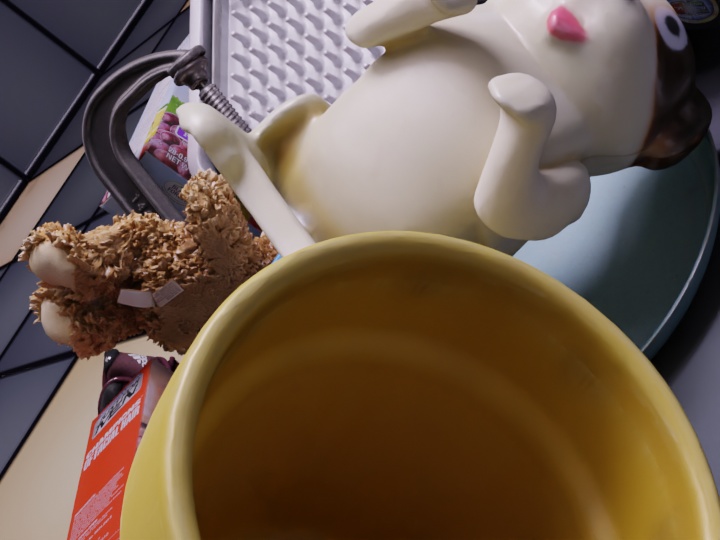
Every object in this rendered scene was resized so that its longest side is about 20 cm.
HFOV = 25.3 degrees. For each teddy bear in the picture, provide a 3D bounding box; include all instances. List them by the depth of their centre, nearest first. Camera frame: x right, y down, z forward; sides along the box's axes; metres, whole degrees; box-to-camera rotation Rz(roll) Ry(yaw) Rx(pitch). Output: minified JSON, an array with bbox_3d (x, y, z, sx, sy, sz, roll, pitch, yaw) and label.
[{"bbox_3d":[-0.101,0.000,0.945,0.199,0.145,0.067,-15,42,7],"label":"teddy bear"}]

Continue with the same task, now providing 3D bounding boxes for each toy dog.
[{"bbox_3d":[0.057,-0.051,0.698,0.200,0.194,0.140,-37,57,2],"label":"toy dog"}]

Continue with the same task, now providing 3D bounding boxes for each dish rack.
[{"bbox_3d":[-0.032,-0.150,1.031,0.171,0.043,0.201,-9,73,29],"label":"dish rack"}]

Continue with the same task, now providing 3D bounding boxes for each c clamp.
[{"bbox_3d":[-0.079,-0.061,0.995,0.171,0.200,0.027,-45,-2,33],"label":"c clamp"}]

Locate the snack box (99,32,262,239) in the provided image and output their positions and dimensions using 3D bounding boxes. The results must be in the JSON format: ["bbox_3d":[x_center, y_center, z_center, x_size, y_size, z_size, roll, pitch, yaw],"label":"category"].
[{"bbox_3d":[-0.078,-0.072,1.141,0.068,0.168,0.200,-44,20,31],"label":"snack box"}]

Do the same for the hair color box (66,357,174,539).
[{"bbox_3d":[-0.099,0.144,0.882,0.064,0.111,0.200,-46,19,16],"label":"hair color box"}]

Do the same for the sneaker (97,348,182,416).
[{"bbox_3d":[-0.101,0.069,1.021,0.200,0.115,0.076,-47,19,19],"label":"sneaker"}]

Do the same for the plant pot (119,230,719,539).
[{"bbox_3d":[0.000,0.118,0.581,0.189,0.200,0.201,-54,11,51],"label":"plant pot"}]

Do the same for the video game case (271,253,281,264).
[{"bbox_3d":[0.000,0.000,0.875,0.143,0.018,0.200,-55,-18,-8],"label":"video game case"}]

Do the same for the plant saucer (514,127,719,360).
[{"bbox_3d":[0.090,-0.002,0.758,0.200,0.027,0.201,-32,38,29],"label":"plant saucer"}]

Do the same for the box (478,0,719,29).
[{"bbox_3d":[0.157,-0.201,0.827,0.199,0.044,0.161,3,65,38],"label":"box"}]
